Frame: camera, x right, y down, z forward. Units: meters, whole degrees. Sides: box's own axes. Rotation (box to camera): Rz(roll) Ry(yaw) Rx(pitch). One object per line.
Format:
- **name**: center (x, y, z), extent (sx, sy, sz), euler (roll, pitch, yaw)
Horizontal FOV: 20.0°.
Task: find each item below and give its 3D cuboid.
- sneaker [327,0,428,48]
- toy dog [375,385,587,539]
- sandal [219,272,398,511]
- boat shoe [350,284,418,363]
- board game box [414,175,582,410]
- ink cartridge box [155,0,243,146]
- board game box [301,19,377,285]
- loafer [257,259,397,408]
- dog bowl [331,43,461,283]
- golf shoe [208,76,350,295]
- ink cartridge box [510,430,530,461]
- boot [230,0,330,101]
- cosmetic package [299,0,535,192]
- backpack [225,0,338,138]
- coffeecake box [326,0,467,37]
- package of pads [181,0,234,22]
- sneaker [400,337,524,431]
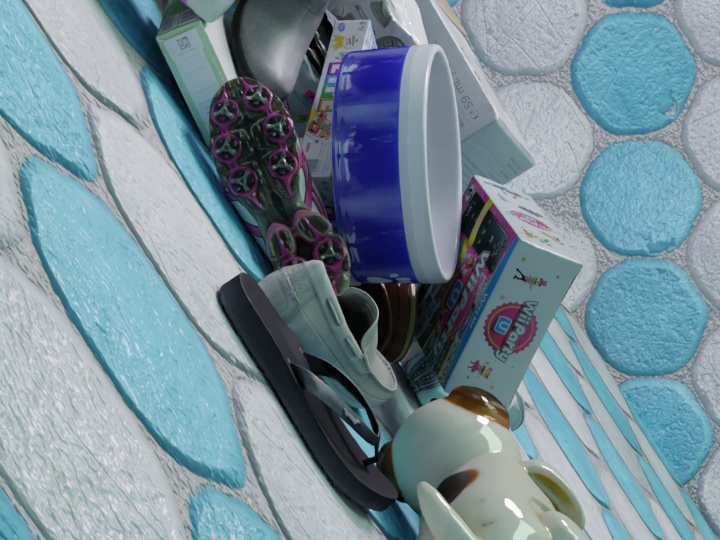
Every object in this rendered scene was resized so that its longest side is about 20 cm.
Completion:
- **sneaker**: center (0.008, -0.258, 1.909), extent (0.099, 0.078, 0.201), euler (-57, 127, -68)
- **toy dog**: center (0.081, 0.183, 1.511), extent (0.194, 0.140, 0.200), euler (29, 23, -32)
- **sandal**: center (-0.029, 0.086, 1.447), extent (0.200, 0.043, 0.076), euler (57, 9, -8)
- **boat shoe**: center (0.000, -0.001, 1.849), extent (0.067, 0.072, 0.201), euler (12, 45, -29)
- **board game box**: center (0.111, 0.017, 1.765), extent (0.064, 0.148, 0.200), euler (22, 13, -16)
- **ink cartridge box**: center (-0.109, -0.135, 1.750), extent (0.146, 0.048, 0.201), euler (-94, 162, -70)
- **board game box**: center (-0.011, -0.105, 1.801), extent (0.135, 0.034, 0.200), euler (74, 21, -46)
- **loafer**: center (-0.013, 0.050, 1.565), extent (0.070, 0.070, 0.200), euler (63, 11, 30)
- **dog bowl**: center (0.033, -0.088, 1.722), extent (0.200, 0.078, 0.201), euler (-2, 90, -79)
- **golf shoe**: center (-0.070, -0.059, 1.657), extent (0.092, 0.072, 0.201), euler (90, -22, -81)
- **ink cartridge box**: center (0.100, 0.183, 1.697), extent (0.137, 0.076, 0.200), euler (57, 8, 1)
- **boot**: center (-0.037, -0.244, 1.752), extent (0.070, 0.131, 0.201), euler (37, 44, -36)
- **cosmetic package**: center (0.040, -0.142, 2.065), extent (0.168, 0.200, 0.166), euler (61, 9, 20)
- **backpack**: center (-0.084, -0.222, 1.913), extent (0.200, 0.126, 0.167), euler (60, 22, -1)
- **coffeecake box**: center (-0.003, -0.239, 2.157), extent (0.073, 0.200, 0.153), euler (60, 10, 14)
- **package of pads**: center (-0.160, -0.311, 1.692), extent (0.200, 0.068, 0.155), euler (39, 33, -5)
- **sneaker**: center (0.097, 0.126, 1.938), extent (0.200, 0.077, 0.087), euler (36, 35, -49)
